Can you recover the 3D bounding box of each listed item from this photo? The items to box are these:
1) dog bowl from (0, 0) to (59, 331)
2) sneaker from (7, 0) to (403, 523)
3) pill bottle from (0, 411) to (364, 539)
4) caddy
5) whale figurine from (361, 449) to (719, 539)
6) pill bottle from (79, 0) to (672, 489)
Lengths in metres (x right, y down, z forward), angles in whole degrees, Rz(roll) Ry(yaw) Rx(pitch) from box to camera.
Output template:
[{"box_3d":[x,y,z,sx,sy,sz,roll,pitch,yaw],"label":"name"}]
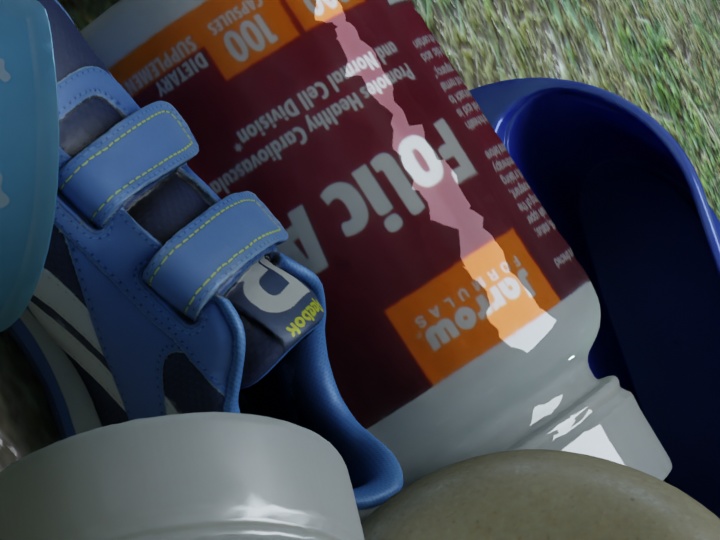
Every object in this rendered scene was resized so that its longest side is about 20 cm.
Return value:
[{"box_3d":[-0.119,-0.082,0.615,0.050,0.111,0.200,-6,84,-28],"label":"dog bowl"},{"box_3d":[-0.055,-0.002,0.731,0.200,0.082,0.074,61,39,-11],"label":"sneaker"},{"box_3d":[-0.030,0.140,0.596,0.114,0.114,0.200,40,32,-54],"label":"pill bottle"},{"box_3d":[0.073,0.030,0.977,0.105,0.141,0.200,34,36,-67],"label":"caddy"},{"box_3d":[0.036,0.148,0.701,0.104,0.159,0.200,65,45,-69],"label":"whale figurine"},{"box_3d":[0.000,0.000,0.809,0.200,0.114,0.114,57,18,2],"label":"pill bottle"}]
